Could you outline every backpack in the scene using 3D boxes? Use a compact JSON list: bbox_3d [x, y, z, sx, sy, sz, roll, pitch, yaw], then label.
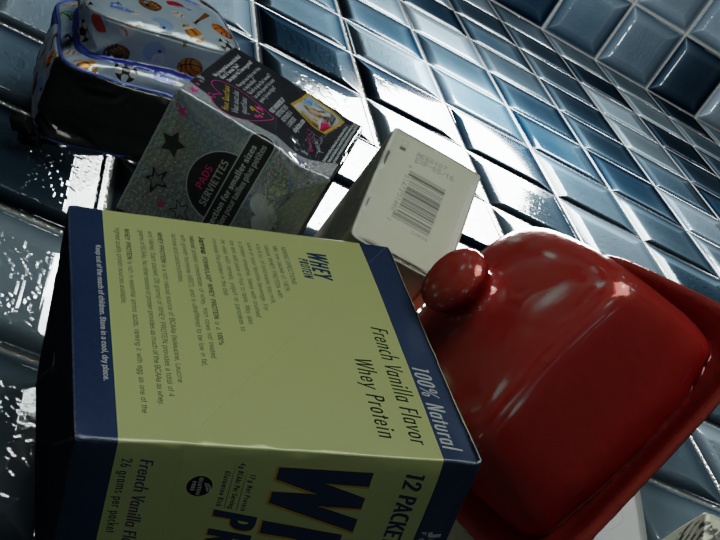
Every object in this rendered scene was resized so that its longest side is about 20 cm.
[{"bbox_3d":[-0.202,-0.177,1.009,0.200,0.154,0.191,16,19,-28],"label":"backpack"}]

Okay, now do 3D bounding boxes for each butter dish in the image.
[{"bbox_3d":[0.094,0.046,0.677,0.148,0.200,0.199,45,-3,-24],"label":"butter dish"}]

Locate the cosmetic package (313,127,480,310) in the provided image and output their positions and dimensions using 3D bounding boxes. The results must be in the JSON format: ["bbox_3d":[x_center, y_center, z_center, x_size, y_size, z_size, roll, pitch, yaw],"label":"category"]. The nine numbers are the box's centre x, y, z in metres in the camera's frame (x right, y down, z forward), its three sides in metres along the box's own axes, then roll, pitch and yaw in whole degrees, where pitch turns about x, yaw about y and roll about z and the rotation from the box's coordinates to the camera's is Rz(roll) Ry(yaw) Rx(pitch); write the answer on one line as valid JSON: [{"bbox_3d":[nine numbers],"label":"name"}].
[{"bbox_3d":[0.000,0.000,0.822,0.073,0.200,0.104,28,56,-8],"label":"cosmetic package"}]

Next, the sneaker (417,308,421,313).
[{"bbox_3d":[0.064,0.087,0.921,0.090,0.075,0.200,6,36,-37],"label":"sneaker"}]

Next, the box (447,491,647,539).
[{"bbox_3d":[0.119,0.185,0.711,0.124,0.098,0.200,-9,21,13],"label":"box"}]

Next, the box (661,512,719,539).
[{"bbox_3d":[0.212,0.258,0.694,0.082,0.068,0.200,27,50,-5],"label":"box"}]

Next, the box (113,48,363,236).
[{"bbox_3d":[-0.104,-0.029,0.774,0.115,0.200,0.132,31,24,-3],"label":"box"}]

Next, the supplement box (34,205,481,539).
[{"bbox_3d":[-0.071,0.082,0.633,0.199,0.134,0.200,7,33,-20],"label":"supplement box"}]
